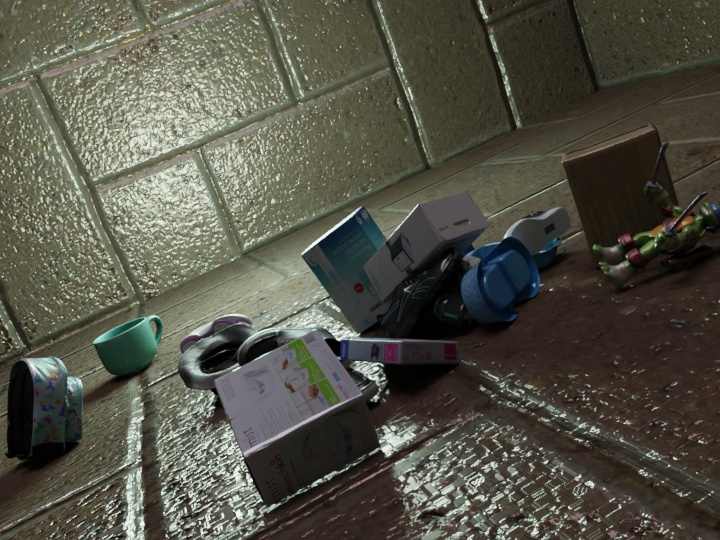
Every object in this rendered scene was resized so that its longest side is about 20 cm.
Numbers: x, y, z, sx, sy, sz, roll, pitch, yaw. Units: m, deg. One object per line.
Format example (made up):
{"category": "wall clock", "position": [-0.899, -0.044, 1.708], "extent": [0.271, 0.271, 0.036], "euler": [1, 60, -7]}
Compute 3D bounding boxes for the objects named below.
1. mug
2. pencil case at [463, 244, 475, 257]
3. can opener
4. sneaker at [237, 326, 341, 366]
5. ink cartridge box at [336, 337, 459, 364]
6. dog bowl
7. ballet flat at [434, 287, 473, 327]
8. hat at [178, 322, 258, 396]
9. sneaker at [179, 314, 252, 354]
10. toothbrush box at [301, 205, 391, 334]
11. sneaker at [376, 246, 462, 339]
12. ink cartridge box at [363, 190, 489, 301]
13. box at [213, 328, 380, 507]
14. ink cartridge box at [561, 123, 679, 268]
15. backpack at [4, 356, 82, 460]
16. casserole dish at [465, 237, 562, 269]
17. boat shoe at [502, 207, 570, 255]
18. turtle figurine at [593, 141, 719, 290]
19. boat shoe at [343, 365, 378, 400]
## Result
{"category": "mug", "position": [-0.609, 0.205, 2.081], "extent": [0.182, 0.117, 0.152], "euler": [-24, 11, -13]}
{"category": "pencil case", "position": [0.181, -0.032, 1.724], "extent": [0.085, 0.080, 0.199], "euler": [5, 2, -20]}
{"category": "can opener", "position": [0.158, 0.051, 1.444], "extent": [0.200, 0.067, 0.053], "euler": [-43, 48, -15]}
{"category": "sneaker", "position": [-0.128, 0.148, 1.454], "extent": [0.196, 0.077, 0.106], "euler": [-12, 9, -24]}
{"category": "ink cartridge box", "position": [0.051, 0.129, 1.245], "extent": [0.117, 0.043, 0.198], "euler": [5, -8, -35]}
{"category": "dog bowl", "position": [0.238, 0.021, 1.330], "extent": [0.049, 0.113, 0.199], "euler": [-28, 5, 41]}
{"category": "ballet flat", "position": [0.208, 0.050, 1.374], "extent": [0.072, 0.075, 0.198], "euler": [-11, 10, 42]}
{"category": "hat", "position": [-0.267, 0.197, 1.558], "extent": [0.196, 0.082, 0.202], "euler": [-16, 29, 9]}
{"category": "sneaker", "position": [-0.360, 0.151, 1.948], "extent": [0.196, 0.076, 0.100], "euler": [-20, 13, 12]}
{"category": "toothbrush box", "position": [0.000, 0.000, 1.556], "extent": [0.145, 0.202, 0.085], "euler": [-33, 8, 23]}
{"category": "sneaker", "position": [0.101, 0.036, 1.346], "extent": [0.202, 0.079, 0.075], "euler": [-55, -25, 9]}
{"category": "ink cartridge box", "position": [0.119, -0.043, 1.418], "extent": [0.145, 0.087, 0.200], "euler": [-18, -23, -43]}
{"category": "box", "position": [-0.094, 0.195, 1.074], "extent": [0.174, 0.098, 0.200], "euler": [-26, 29, -12]}
{"category": "ink cartridge box", "position": [0.453, -0.127, 1.331], "extent": [0.162, 0.204, 0.075], "euler": [-16, 13, 22]}
{"category": "backpack", "position": [-0.678, 0.286, 1.651], "extent": [0.148, 0.205, 0.176], "euler": [-5, -3, -41]}
{"category": "casserole dish", "position": [0.305, -0.027, 1.533], "extent": [0.196, 0.040, 0.121], "euler": [-9, 17, 27]}
{"category": "boat shoe", "position": [0.328, -0.073, 1.482], "extent": [0.198, 0.070, 0.056], "euler": [-21, 11, -41]}
{"category": "turtle figurine", "position": [0.446, -0.076, 1.199], "extent": [0.193, 0.146, 0.199], "euler": [-37, -38, 22]}
{"category": "boat shoe", "position": [-0.046, 0.178, 1.243], "extent": [0.068, 0.058, 0.198], "euler": [-29, 13, -32]}
